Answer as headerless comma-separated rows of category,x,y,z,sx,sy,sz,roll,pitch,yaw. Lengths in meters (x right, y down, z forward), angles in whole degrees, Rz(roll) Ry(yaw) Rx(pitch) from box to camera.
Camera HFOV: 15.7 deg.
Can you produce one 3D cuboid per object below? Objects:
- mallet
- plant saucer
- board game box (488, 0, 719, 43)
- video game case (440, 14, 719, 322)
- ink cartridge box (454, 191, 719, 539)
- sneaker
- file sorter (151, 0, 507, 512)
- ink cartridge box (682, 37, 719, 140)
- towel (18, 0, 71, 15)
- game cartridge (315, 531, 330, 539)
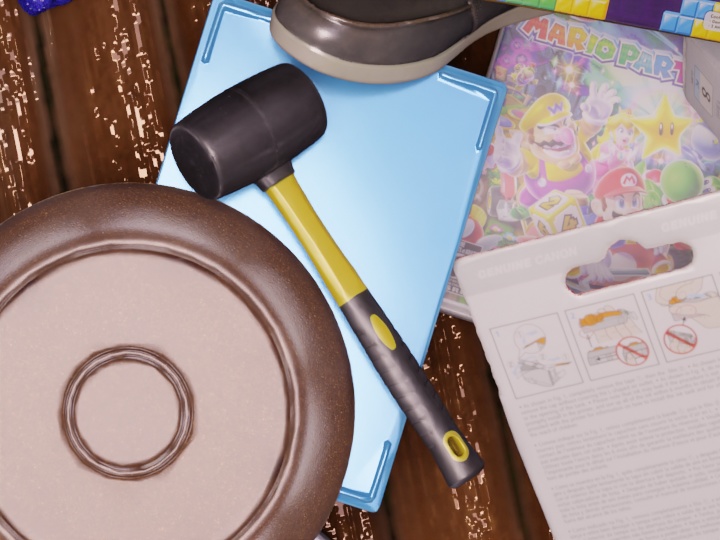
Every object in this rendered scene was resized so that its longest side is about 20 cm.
mallet,0.000,0.000,1.139,0.066,0.041,0.200,-41,95,-26
plant saucer,-0.101,0.062,1.144,0.199,0.032,0.201,0,90,-2
board game box,0.122,-0.187,1.109,0.199,0.057,0.166,9,101,-22
video game case,0.124,-0.058,1.279,0.142,0.018,0.201,17,86,-2
ink cartridge box,0.150,0.056,1.206,0.159,0.047,0.201,-15,112,19
sneaker,0.042,-0.158,1.162,0.075,0.107,0.200,39,44,25
file sorter,-0.032,-0.008,1.223,0.138,0.123,0.201,17,89,-3
ink cartridge box,0.263,-0.066,1.202,0.159,0.200,0.047,-18,133,-15
towel,-0.159,-0.241,1.255,0.147,0.050,0.200,-37,91,-2
game cartridge,-0.082,0.161,1.263,0.200,0.041,0.133,34,84,-2
